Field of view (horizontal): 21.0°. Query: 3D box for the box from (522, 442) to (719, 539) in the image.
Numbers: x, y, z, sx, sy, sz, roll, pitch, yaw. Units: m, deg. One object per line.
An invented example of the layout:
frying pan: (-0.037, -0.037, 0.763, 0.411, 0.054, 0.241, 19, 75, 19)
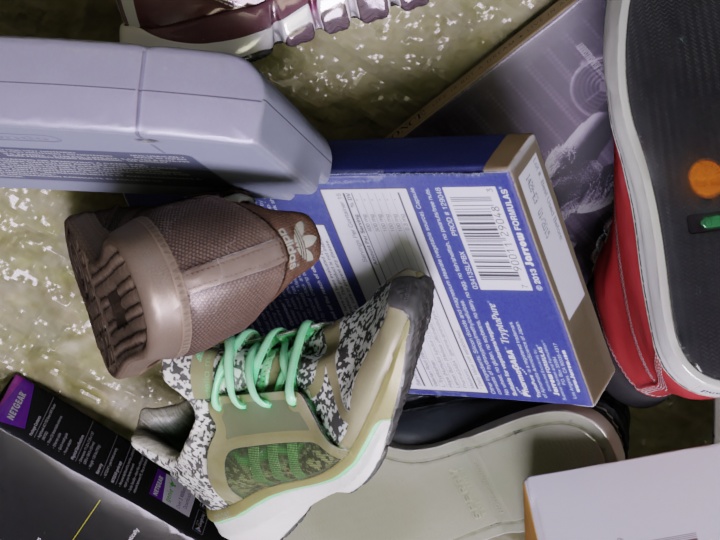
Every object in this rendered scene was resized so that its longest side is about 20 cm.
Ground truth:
box: (0.131, 0.183, 0.855, 0.097, 0.125, 0.200, -10, 144, -1)

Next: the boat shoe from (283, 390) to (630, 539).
boat shoe: (0.036, 0.089, 0.907, 0.199, 0.066, 0.075, -19, 102, 29)

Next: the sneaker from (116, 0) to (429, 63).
sneaker: (-0.011, -0.155, 0.753, 0.200, 0.076, 0.116, -21, 104, -9)

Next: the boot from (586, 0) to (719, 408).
boot: (0.123, -0.044, 0.821, 0.072, 0.144, 0.201, -1, 84, -10)

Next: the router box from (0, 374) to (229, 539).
router box: (-0.153, 0.168, 0.924, 0.149, 0.051, 0.200, 32, 112, -10)

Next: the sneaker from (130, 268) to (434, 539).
sneaker: (-0.040, 0.053, 0.811, 0.088, 0.077, 0.200, 27, 139, -15)

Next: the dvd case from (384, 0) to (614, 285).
dvd case: (0.100, -0.043, 0.866, 0.200, 0.016, 0.149, -38, 120, 14)

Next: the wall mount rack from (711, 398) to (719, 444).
wall mount rack: (0.222, 0.067, 0.920, 0.173, 0.075, 0.200, -4, 122, -1)

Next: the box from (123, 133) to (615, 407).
box: (0.000, 0.000, 0.830, 0.200, 0.032, 0.121, 0, 128, 33)

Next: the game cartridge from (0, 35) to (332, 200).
game cartridge: (-0.121, -0.057, 0.739, 0.199, 0.133, 0.042, 3, 78, 11)

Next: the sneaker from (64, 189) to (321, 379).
sneaker: (-0.069, 0.003, 0.778, 0.075, 0.200, 0.071, -16, 97, -14)
